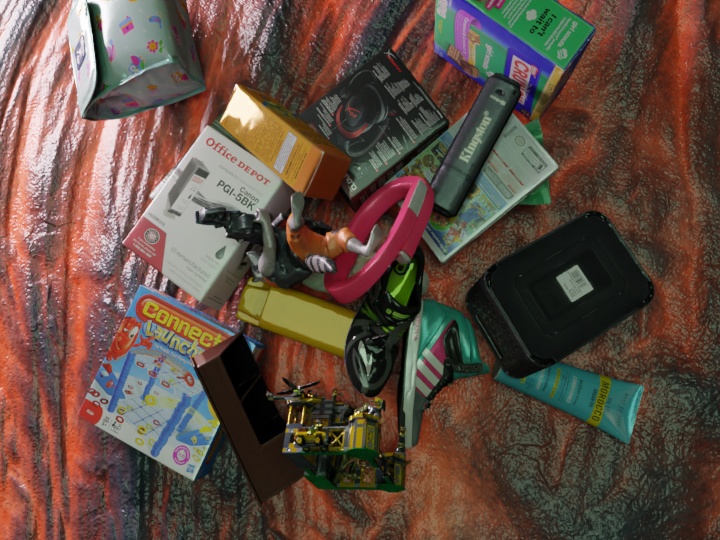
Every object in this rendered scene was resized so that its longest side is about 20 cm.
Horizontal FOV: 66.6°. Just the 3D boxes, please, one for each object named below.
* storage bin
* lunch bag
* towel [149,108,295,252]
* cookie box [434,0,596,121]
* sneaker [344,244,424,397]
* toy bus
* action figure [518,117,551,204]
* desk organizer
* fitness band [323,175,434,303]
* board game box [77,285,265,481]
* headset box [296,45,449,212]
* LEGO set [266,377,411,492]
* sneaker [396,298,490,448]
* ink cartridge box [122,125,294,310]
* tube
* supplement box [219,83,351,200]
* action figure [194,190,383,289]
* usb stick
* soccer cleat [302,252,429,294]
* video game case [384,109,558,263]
[{"bbox_3d":[0.252,0.032,0.707,0.197,0.094,0.137,-27,75,-13],"label":"storage bin"},{"bbox_3d":[-0.357,-0.336,0.832,0.195,0.122,0.175,-16,82,11],"label":"lunch bag"},{"bbox_3d":[-0.191,-0.121,0.832,0.199,0.035,0.194,39,84,11],"label":"towel"},{"bbox_3d":[0.199,-0.316,0.753,0.199,0.171,0.076,38,89,10],"label":"cookie box"},{"bbox_3d":[0.031,0.057,0.681,0.069,0.083,0.205,20,90,-4],"label":"sneaker"},{"bbox_3d":[-0.074,0.069,0.760,0.195,0.078,0.067,20,83,1],"label":"toy bus"},{"bbox_3d":[0.164,-0.137,0.787,0.194,0.055,0.122,-8,82,11],"label":"action figure"},{"bbox_3d":[-0.144,0.190,0.716,0.076,0.071,0.204,-26,101,-19],"label":"desk organizer"},{"bbox_3d":[0.024,-0.045,0.695,0.037,0.142,0.203,41,54,-21],"label":"fitness band"},{"bbox_3d":[-0.265,0.155,0.779,0.196,0.056,0.200,24,84,8],"label":"board game box"},{"bbox_3d":[0.008,-0.197,0.798,0.198,0.075,0.150,-38,79,-1],"label":"headset box"},{"bbox_3d":[-0.015,0.193,0.686,0.150,0.201,0.118,-11,51,22],"label":"LEGO set"},{"bbox_3d":[0.112,0.143,0.738,0.117,0.084,0.206,6,95,0],"label":"sneaker"},{"bbox_3d":[-0.205,-0.073,0.763,0.145,0.083,0.203,32,82,10],"label":"ink cartridge box"},{"bbox_3d":[0.278,0.159,0.739,0.195,0.050,0.079,20,89,4],"label":"tube"},{"bbox_3d":[-0.105,-0.176,0.744,0.199,0.066,0.070,40,113,28],"label":"supplement box"},{"bbox_3d":[-0.095,-0.026,0.660,0.196,0.192,0.108,5,72,-32],"label":"action figure"},{"bbox_3d":[0.149,-0.167,0.735,0.055,0.033,0.203,29,90,19],"label":"usb stick"},{"bbox_3d":[0.000,0.000,0.768,0.194,0.078,0.071,7,82,6],"label":"soccer cleat"},{"bbox_3d":[0.149,-0.128,0.756,0.199,0.018,0.145,-39,73,7],"label":"video game case"}]
